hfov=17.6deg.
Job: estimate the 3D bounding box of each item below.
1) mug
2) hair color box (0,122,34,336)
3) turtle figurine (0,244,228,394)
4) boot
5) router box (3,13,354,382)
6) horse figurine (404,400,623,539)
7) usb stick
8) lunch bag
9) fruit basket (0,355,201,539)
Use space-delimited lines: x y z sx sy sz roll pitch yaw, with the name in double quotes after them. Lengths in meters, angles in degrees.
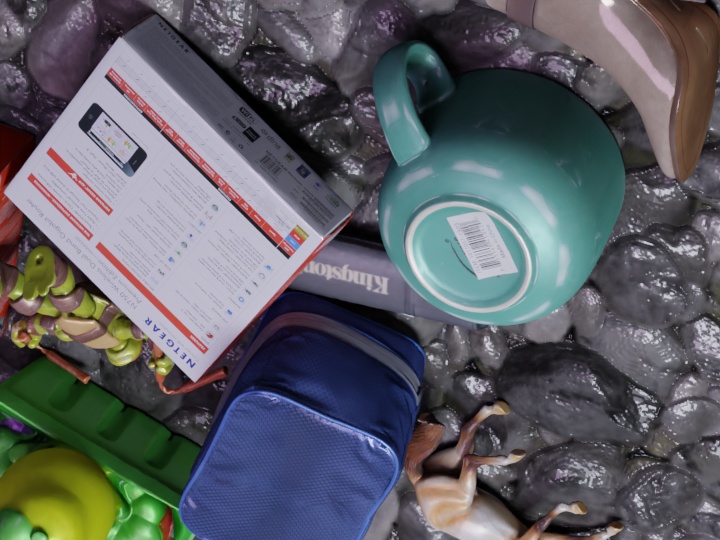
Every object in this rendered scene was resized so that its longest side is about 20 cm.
0.074 -0.047 1.533 0.184 0.115 0.152 24 131 6 "mug"
-0.314 -0.028 1.759 0.101 0.061 0.201 23 130 7 "hair color box"
-0.202 0.034 1.737 0.199 0.065 0.161 9 160 38 "turtle figurine"
0.149 -0.158 1.456 0.146 0.070 0.201 16 129 21 "boot"
-0.132 -0.049 1.640 0.200 0.049 0.180 45 127 1 "router box"
0.098 0.178 1.735 0.200 0.050 0.132 45 125 -13 "horse figurine"
0.000 0.000 1.656 0.199 0.033 0.056 13 130 16 "usb stick"
-0.041 0.123 1.700 0.135 0.133 0.200 26 132 -5 "lunch bag"
-0.230 0.183 1.787 0.215 0.216 0.156 31 131 0 "fruit basket"
